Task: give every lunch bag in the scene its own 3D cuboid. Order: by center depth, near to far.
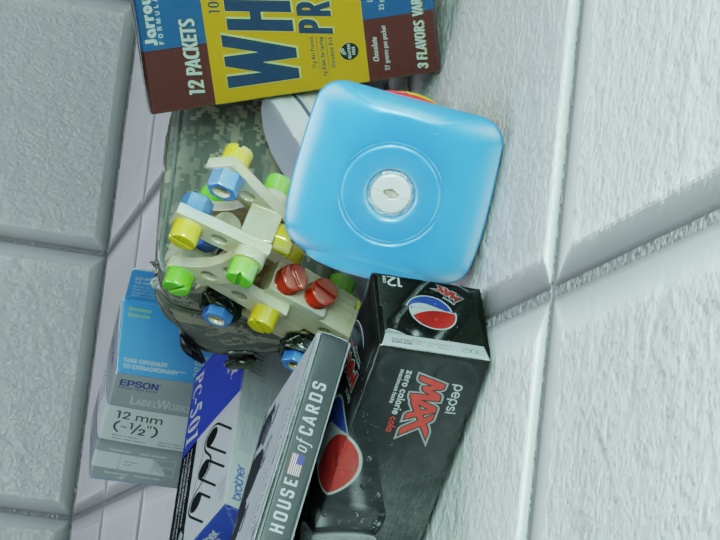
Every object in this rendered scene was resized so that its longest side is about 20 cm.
[{"bbox_3d":[-0.076,-0.043,1.703,0.168,0.139,0.201,101,174,-73],"label":"lunch bag"}]

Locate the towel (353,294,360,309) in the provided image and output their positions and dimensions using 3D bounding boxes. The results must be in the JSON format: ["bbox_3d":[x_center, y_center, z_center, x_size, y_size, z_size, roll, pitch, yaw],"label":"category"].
[{"bbox_3d":[0.000,0.000,1.620,0.086,0.018,0.201,110,170,-80],"label":"towel"}]

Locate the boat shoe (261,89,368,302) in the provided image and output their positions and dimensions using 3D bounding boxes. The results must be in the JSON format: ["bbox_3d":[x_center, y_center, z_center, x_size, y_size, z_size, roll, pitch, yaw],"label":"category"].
[{"bbox_3d":[0.006,-0.048,1.547,0.200,0.070,0.071,57,157,37],"label":"boat shoe"}]

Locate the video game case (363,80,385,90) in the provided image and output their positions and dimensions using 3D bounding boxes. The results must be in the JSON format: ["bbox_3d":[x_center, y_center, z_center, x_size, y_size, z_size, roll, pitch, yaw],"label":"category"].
[{"bbox_3d":[-0.022,-0.039,1.806,0.200,0.023,0.183,146,132,-73],"label":"video game case"}]

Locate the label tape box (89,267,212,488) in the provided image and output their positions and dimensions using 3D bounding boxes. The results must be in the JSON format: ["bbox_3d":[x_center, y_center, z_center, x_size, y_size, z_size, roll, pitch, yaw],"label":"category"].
[{"bbox_3d":[-0.139,0.096,1.969,0.200,0.143,0.066,110,164,-45],"label":"label tape box"}]

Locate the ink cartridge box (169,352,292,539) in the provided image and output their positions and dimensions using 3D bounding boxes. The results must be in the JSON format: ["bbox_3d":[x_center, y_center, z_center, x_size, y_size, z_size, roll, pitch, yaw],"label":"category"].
[{"bbox_3d":[-0.095,0.130,1.756,0.094,0.044,0.200,-50,23,37],"label":"ink cartridge box"}]

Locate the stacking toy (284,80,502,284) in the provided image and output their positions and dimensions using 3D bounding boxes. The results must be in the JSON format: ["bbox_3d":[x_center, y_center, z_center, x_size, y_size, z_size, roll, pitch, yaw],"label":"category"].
[{"bbox_3d":[0.022,-0.071,1.461,0.200,0.116,0.110,-80,5,-73],"label":"stacking toy"}]

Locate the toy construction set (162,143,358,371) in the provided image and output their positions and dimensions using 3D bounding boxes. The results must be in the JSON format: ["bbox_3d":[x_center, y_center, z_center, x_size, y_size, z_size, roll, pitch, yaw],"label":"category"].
[{"bbox_3d":[-0.040,0.012,1.472,0.092,0.200,0.131,-54,13,-32],"label":"toy construction set"}]

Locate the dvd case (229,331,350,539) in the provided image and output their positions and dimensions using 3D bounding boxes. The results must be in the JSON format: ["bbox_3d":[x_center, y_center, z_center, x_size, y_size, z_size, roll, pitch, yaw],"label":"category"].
[{"bbox_3d":[-0.052,0.132,1.409,0.200,0.025,0.151,124,164,-70],"label":"dvd case"}]

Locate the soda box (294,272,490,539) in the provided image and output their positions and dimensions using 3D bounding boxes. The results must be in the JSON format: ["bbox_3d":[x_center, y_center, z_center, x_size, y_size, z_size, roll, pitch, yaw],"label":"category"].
[{"bbox_3d":[0.015,0.098,1.397,0.063,0.070,0.201,-97,19,-49],"label":"soda box"}]

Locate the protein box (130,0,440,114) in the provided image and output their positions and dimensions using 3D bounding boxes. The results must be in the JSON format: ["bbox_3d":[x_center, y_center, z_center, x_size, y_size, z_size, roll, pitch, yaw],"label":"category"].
[{"bbox_3d":[-0.061,-0.219,1.612,0.200,0.198,0.135,-103,5,-61],"label":"protein box"}]
